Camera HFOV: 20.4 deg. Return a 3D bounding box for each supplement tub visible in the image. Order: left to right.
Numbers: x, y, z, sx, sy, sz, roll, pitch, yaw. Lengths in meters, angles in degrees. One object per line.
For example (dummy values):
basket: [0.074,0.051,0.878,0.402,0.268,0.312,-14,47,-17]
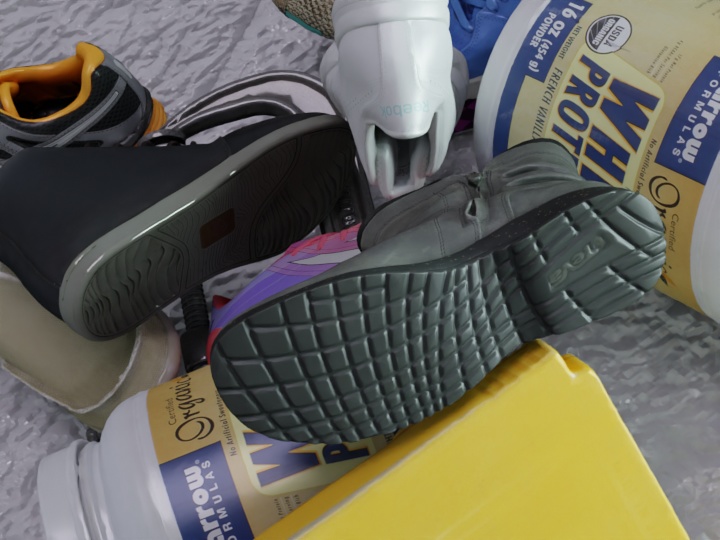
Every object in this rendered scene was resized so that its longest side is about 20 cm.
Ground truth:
supplement tub: [-0.032,0.105,0.909,0.200,0.144,0.145,-22,49,2]
supplement tub: [0.170,-0.058,0.957,0.200,0.144,0.144,29,67,36]

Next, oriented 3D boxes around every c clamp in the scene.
c clamp: [-0.073,-0.017,1.076,0.171,0.027,0.200,-11,64,8]

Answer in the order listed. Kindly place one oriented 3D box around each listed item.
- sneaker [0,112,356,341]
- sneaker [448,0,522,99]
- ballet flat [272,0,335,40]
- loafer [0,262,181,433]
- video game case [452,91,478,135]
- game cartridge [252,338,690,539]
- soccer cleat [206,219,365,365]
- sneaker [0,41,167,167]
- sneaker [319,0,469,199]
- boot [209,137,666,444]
sneaker: [-0.100,-0.047,1.026,0.200,0.075,0.106,-29,48,-35]
sneaker: [0.089,-0.169,1.060,0.200,0.111,0.077,-22,52,2]
ballet flat: [0.037,-0.204,1.146,0.075,0.068,0.200,42,79,17]
loafer: [-0.167,0.024,1.049,0.200,0.068,0.076,31,93,46]
video game case: [0.081,-0.163,1.155,0.200,0.036,0.181,-15,50,9]
game cartridge: [0.044,0.148,0.835,0.200,0.176,0.032,-35,23,-10]
soccer cleat: [0.000,0.000,0.979,0.200,0.067,0.077,-35,51,27]
sneaker: [-0.217,-0.076,1.167,0.200,0.077,0.078,-23,50,3]
sneaker: [0.018,-0.074,0.979,0.075,0.200,0.089,-8,80,4]
boot: [0.022,0.005,0.848,0.200,0.068,0.131,-21,19,-12]
